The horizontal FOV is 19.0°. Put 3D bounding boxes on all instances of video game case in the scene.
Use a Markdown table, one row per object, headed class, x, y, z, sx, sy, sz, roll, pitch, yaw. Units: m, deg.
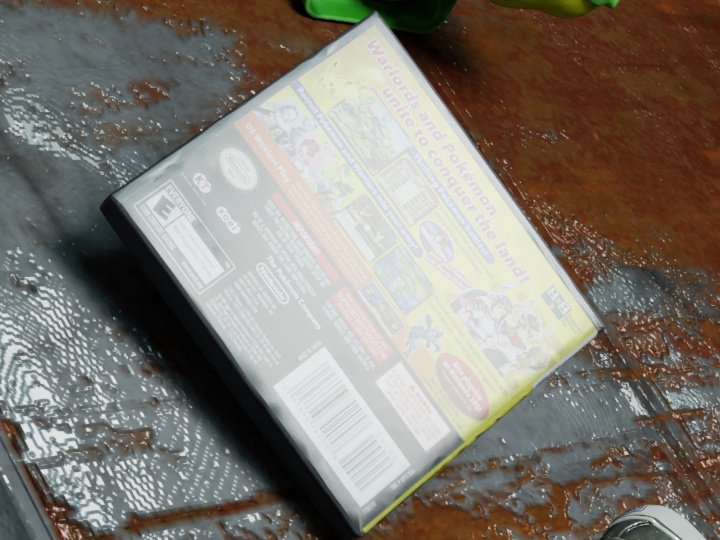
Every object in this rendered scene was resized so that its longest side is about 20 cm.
| class | x | y | z | sx | sy | sz | roll | pitch | yaw |
| --- | --- | --- | --- | --- | --- | --- | --- | --- | --- |
| video game case | 0.000 | 0.000 | 1.057 | 0.180 | 0.025 | 0.201 | -37 | 91 | -27 |

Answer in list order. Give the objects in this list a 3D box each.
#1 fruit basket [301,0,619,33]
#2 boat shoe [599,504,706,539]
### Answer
| class | x | y | z | sx | sy | sz | roll | pitch | yaw |
| --- | --- | --- | --- | --- | --- | --- | --- | --- | --- |
| fruit basket | 0.065 | -0.228 | 1.332 | 0.155 | 0.216 | 0.217 | 1 | 51 | -48 |
| boat shoe | 0.195 | 0.209 | 1.110 | 0.200 | 0.071 | 0.064 | 41 | 30 | 10 |
